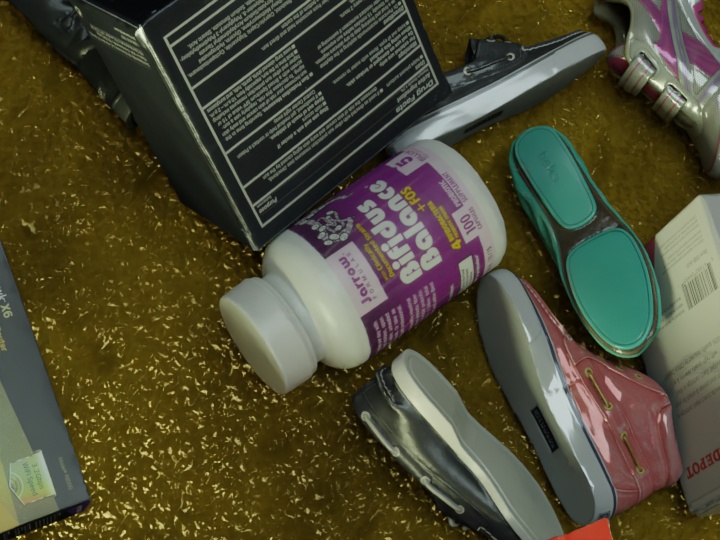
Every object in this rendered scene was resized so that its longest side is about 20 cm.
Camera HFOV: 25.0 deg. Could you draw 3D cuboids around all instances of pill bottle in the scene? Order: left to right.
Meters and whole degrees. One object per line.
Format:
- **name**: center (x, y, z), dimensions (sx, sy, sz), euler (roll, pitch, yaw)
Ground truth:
- **pill bottle**: center (0.000, 0.000, 1.177), dimensions (0.199, 0.112, 0.113), euler (-35, 83, -19)

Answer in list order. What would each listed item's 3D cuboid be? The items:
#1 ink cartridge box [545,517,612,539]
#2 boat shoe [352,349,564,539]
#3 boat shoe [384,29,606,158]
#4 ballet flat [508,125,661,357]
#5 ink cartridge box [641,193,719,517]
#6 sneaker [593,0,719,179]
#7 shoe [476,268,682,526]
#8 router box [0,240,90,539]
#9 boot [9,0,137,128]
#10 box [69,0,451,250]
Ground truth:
- **ink cartridge box**: center (0.124, 0.262, 1.075), dimensions (0.050, 0.200, 0.163), euler (-9, 74, -19)
- **boat shoe**: center (0.073, 0.150, 1.174), dimensions (0.060, 0.074, 0.200), euler (-37, 102, 21)
- **boat shoe**: center (0.097, -0.151, 1.270), dimensions (0.199, 0.070, 0.067), euler (-28, 81, -9)
- **ballet flat**: center (0.174, -0.019, 1.234), dimensions (0.067, 0.070, 0.201), euler (-27, 67, 4)
- **ink cartridge box**: center (0.277, 0.061, 1.184), dimensions (0.084, 0.146, 0.202), euler (-5, 69, -20)
- **sneaker**: center (0.244, -0.159, 1.296), dimensions (0.087, 0.081, 0.202), euler (-18, 71, -11)
- **shoe**: center (0.164, 0.083, 1.211), dimensions (0.090, 0.071, 0.202), euler (-19, 77, -25)
- **router box**: center (-0.292, 0.097, 1.123), dimensions (0.156, 0.052, 0.202), euler (-19, 78, -16)
- **boot**: center (-0.187, -0.232, 1.241), dimensions (0.165, 0.066, 0.200), euler (-41, 80, -21)
- **box**: center (-0.069, -0.161, 1.156), dimensions (0.200, 0.123, 0.199), euler (-39, 128, -17)
